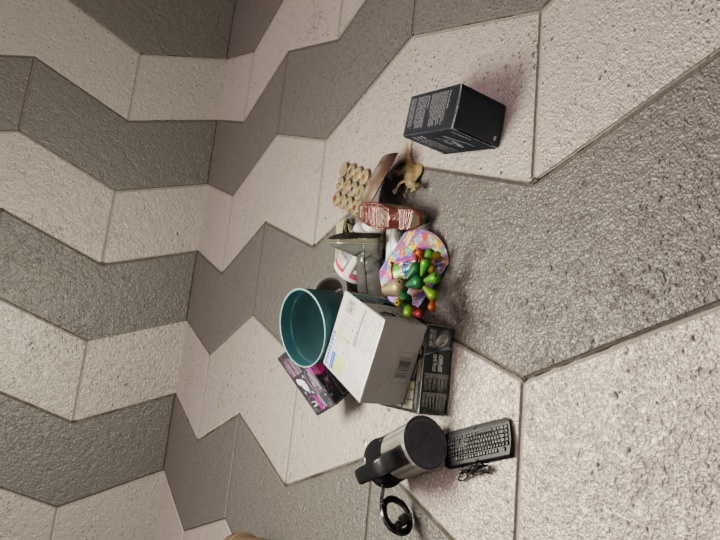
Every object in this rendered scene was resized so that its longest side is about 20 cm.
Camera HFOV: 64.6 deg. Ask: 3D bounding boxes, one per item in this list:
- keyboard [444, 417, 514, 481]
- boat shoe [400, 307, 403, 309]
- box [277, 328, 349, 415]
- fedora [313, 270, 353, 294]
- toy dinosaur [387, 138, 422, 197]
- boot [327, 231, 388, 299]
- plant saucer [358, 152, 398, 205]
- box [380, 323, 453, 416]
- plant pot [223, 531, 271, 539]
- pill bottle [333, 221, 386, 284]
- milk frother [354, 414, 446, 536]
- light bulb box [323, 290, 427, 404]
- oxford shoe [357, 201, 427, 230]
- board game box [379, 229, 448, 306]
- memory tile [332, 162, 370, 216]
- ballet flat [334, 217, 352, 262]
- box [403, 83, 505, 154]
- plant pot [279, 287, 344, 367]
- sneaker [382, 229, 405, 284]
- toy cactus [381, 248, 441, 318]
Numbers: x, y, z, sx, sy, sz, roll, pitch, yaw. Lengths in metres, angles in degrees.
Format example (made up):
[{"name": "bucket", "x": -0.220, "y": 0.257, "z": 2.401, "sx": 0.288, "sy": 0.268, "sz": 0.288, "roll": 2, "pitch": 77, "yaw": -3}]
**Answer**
[{"name": "keyboard", "x": 0.235, "y": 0.373, "z": 1.181, "sx": 0.199, "sy": 0.039, "sz": 0.106, "roll": -37, "pitch": 49, "yaw": 49}, {"name": "boat shoe", "x": 0.053, "y": 0.148, "z": 1.526, "sx": 0.201, "sy": 0.071, "sz": 0.063, "roll": -56, "pitch": 40, "yaw": 36}, {"name": "box", "x": -0.116, "y": 0.280, "z": 1.617, "sx": 0.201, "sy": 0.132, "sz": 0.114, "roll": 54, "pitch": 136, "yaw": 2}, {"name": "fedora", "x": -0.068, "y": 0.096, "z": 1.721, "sx": 0.198, "sy": 0.089, "sz": 0.181, "roll": -14, "pitch": 69, "yaw": 49}, {"name": "toy dinosaur", "x": 0.129, "y": -0.268, "z": 1.581, "sx": 0.100, "sy": 0.058, "sz": 0.203, "roll": -33, "pitch": 46, "yaw": 29}, {"name": "boot", "x": -0.002, "y": 0.001, "z": 1.562, "sx": 0.179, "sy": 0.072, "sz": 0.204, "roll": 6, "pitch": 115, "yaw": 30}, {"name": "plant saucer", "x": 0.044, "y": -0.252, "z": 1.614, "sx": 0.203, "sy": 0.036, "sz": 0.200, "roll": -62, "pitch": 2, "yaw": 4}, {"name": "box", "x": 0.130, "y": 0.230, "z": 1.356, "sx": 0.163, "sy": 0.085, "sz": 0.204, "roll": -8, "pitch": 73, "yaw": 57}, {"name": "plant pot", "x": -0.340, "y": 0.930, "z": 1.806, "sx": 0.173, "sy": 0.199, "sz": 0.204, "roll": -27, "pitch": 56, "yaw": 32}, {"name": "pill bottle", "x": 0.012, "y": -0.069, "z": 1.631, "sx": 0.202, "sy": 0.109, "sz": 0.111, "roll": -59, "pitch": 36, "yaw": 28}, {"name": "milk frother", "x": 0.107, "y": 0.462, "z": 1.276, "sx": 0.201, "sy": 0.180, "sz": 0.188, "roll": 49, "pitch": 139, "yaw": 5}, {"name": "light bulb box", "x": 0.028, "y": 0.177, "z": 1.337, "sx": 0.199, "sy": 0.123, "sz": 0.202, "roll": 33, "pitch": 108, "yaw": 57}, {"name": "oxford shoe", "x": 0.084, "y": -0.143, "z": 1.515, "sx": 0.197, "sy": 0.074, "sz": 0.072, "roll": 15, "pitch": 109, "yaw": 29}, {"name": "board game box", "x": 0.121, "y": -0.011, "z": 1.424, "sx": 0.158, "sy": 0.039, "sz": 0.202, "roll": 41, "pitch": 100, "yaw": 35}, {"name": "memory tile", "x": -0.034, "y": -0.270, "z": 1.866, "sx": 0.199, "sy": 0.017, "sz": 0.156, "roll": 33, "pitch": 108, "yaw": 58}, {"name": "ballet flat", "x": -0.044, "y": -0.075, "z": 1.777, "sx": 0.069, "sy": 0.068, "sz": 0.204, "roll": -37, "pitch": 49, "yaw": 47}, {"name": "box", "x": 0.220, "y": -0.354, "z": 1.357, "sx": 0.199, "sy": 0.146, "sz": 0.106, "roll": 11, "pitch": 88, "yaw": 58}, {"name": "plant pot", "x": -0.084, "y": 0.141, "z": 1.515, "sx": 0.198, "sy": 0.186, "sz": 0.205, "roll": 5, "pitch": 97, "yaw": 48}, {"name": "sneaker", "x": 0.113, "y": -0.047, "z": 1.520, "sx": 0.083, "sy": 0.073, "sz": 0.204, "roll": -7, "pitch": 68, "yaw": 29}, {"name": "toy cactus", "x": 0.112, "y": 0.031, "z": 1.330, "sx": 0.163, "sy": 0.102, "sz": 0.203, "roll": -16, "pitch": 51, "yaw": 42}]
